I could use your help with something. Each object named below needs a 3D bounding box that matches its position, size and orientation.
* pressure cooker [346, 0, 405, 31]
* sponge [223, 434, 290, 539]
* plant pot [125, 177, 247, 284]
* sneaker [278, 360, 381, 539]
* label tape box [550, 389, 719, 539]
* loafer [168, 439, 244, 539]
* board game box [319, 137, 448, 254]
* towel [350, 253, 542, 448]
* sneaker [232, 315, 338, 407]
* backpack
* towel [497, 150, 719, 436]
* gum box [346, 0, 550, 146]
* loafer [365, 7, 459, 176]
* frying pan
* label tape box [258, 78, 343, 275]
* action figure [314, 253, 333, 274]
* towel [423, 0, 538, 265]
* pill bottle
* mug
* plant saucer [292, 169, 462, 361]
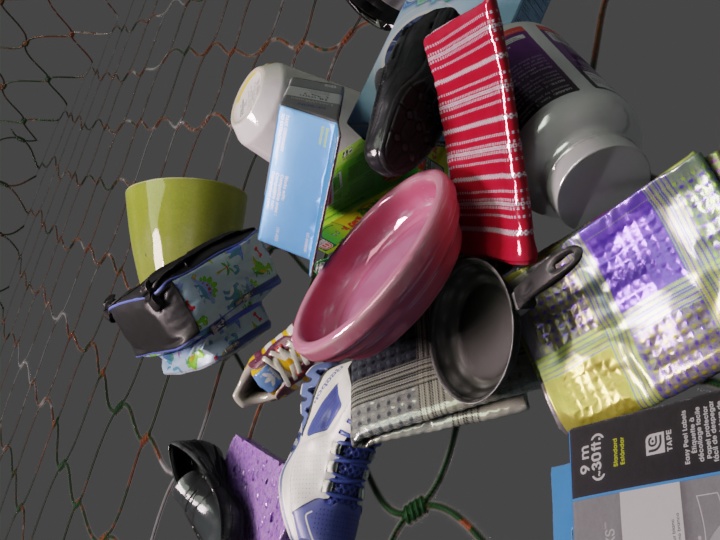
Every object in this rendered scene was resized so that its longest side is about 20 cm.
[{"bbox_3d":[0.041,-0.402,1.011,0.200,0.178,0.177,-39,43,38],"label":"pressure cooker"},{"bbox_3d":[-0.118,0.268,0.964,0.200,0.030,0.112,7,76,60],"label":"sponge"},{"bbox_3d":[-0.265,-0.017,1.268,0.187,0.186,0.202,-18,69,52],"label":"plant pot"},{"bbox_3d":[-0.013,0.166,0.815,0.115,0.080,0.201,-33,42,47],"label":"sneaker"},{"bbox_3d":[0.179,0.170,0.525,0.200,0.063,0.145,-29,46,46],"label":"label tape box"},{"bbox_3d":[-0.186,0.267,0.973,0.068,0.070,0.201,-60,30,12],"label":"loafer"},{"bbox_3d":[0.014,-0.104,0.967,0.199,0.047,0.102,-26,49,42],"label":"board game box"},{"bbox_3d":[0.077,0.052,0.757,0.199,0.035,0.194,-22,48,27],"label":"towel"},{"bbox_3d":[-0.070,0.097,0.927,0.090,0.075,0.200,-40,-4,-46],"label":"sneaker"},{"bbox_3d":[-0.205,0.043,1.115,0.200,0.148,0.182,-37,13,-38],"label":"backpack"},{"bbox_3d":[0.193,0.023,0.596,0.200,0.023,0.145,-36,62,41],"label":"towel"},{"bbox_3d":[0.093,-0.227,0.880,0.169,0.044,0.201,12,72,45],"label":"gum box"},{"bbox_3d":[0.045,-0.166,0.783,0.070,0.068,0.201,-6,49,39],"label":"loafer"},{"bbox_3d":[0.105,0.020,0.648,0.191,0.031,0.115,-63,36,34],"label":"frying pan"},{"bbox_3d":[-0.062,-0.104,0.856,0.200,0.063,0.145,-90,11,-66],"label":"label tape box"},{"bbox_3d":[0.000,0.000,0.937,0.200,0.054,0.119,-2,71,62],"label":"action figure"},{"bbox_3d":[0.095,-0.106,0.680,0.145,0.022,0.202,-154,53,-75],"label":"towel"},{"bbox_3d":[0.160,-0.121,0.700,0.113,0.112,0.201,-51,33,25],"label":"pill bottle"},{"bbox_3d":[-0.093,-0.199,1.114,0.186,0.152,0.150,20,88,60],"label":"mug"},{"bbox_3d":[0.020,0.003,0.735,0.201,0.051,0.201,-45,18,18],"label":"plant saucer"}]
